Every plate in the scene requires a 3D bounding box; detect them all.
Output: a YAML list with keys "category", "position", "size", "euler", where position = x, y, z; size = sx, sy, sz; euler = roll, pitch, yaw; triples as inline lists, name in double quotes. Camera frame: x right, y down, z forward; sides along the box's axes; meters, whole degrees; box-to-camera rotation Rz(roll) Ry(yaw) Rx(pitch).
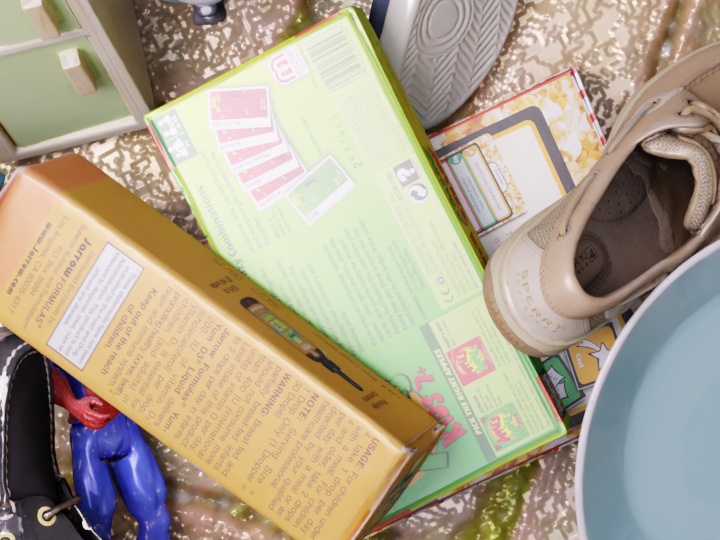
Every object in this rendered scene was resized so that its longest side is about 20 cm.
- category: "plate"
  position: [0.171, 0.068, 1.234]
  size: [0.199, 0.026, 0.202]
  euler: [-10, 112, -26]

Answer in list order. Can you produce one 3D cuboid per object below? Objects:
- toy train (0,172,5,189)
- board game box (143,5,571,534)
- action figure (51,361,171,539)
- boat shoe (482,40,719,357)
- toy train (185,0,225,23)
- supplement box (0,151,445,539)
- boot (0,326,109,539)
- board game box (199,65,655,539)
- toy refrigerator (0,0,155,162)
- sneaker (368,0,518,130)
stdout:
- category: "toy train"
  position: [-0.205, -0.036, 1.135]
  size: [0.115, 0.200, 0.085]
  euler: [17, 92, -5]
- category: "board game box"
  position: [0.000, 0.000, 1.218]
  size: [0.101, 0.048, 0.201]
  euler: [-27, 90, 8]
- category: "action figure"
  position: [-0.099, 0.077, 1.251]
  size: [0.065, 0.099, 0.201]
  euler: [-15, 88, -32]
- category: "boat shoe"
  position: [0.134, -0.036, 1.211]
  size: [0.071, 0.064, 0.200]
  euler: [49, 57, -8]
- category: "toy train"
  position: [-0.064, -0.171, 1.193]
  size: [0.085, 0.200, 0.115]
  euler: [-7, 106, 1]
- category: "supplement box"
  position: [-0.066, 0.035, 1.175]
  size: [0.199, 0.067, 0.069]
  euler: [34, 105, 9]
- category: "boot"
  position: [-0.101, 0.129, 1.185]
  size: [0.150, 0.073, 0.202]
  euler: [7, 98, 22]
- category: "board game box"
  position: [0.036, 0.020, 1.268]
  size: [0.199, 0.046, 0.152]
  euler: [-24, 90, 3]
- category: "toy refrigerator"
  position: [-0.143, -0.109, 1.192]
  size: [0.075, 0.200, 0.070]
  euler: [-13, 73, 2]
- category: "sneaker"
  position: [0.023, -0.165, 1.260]
  size: [0.084, 0.075, 0.201]
  euler: [25, 112, 40]
